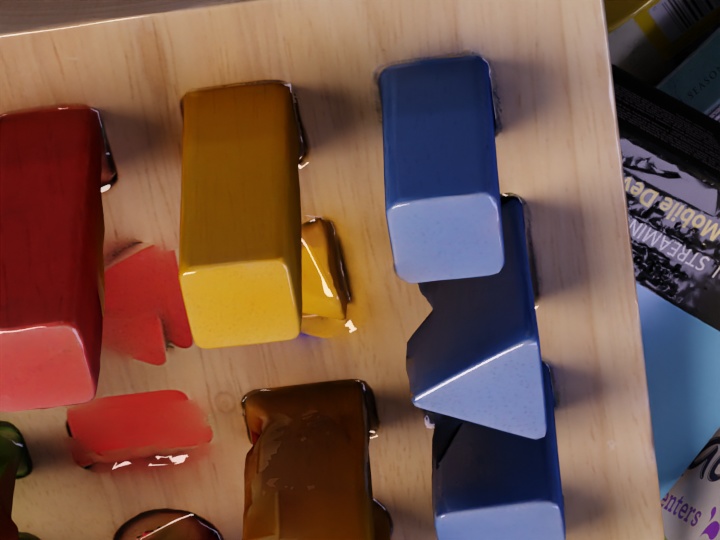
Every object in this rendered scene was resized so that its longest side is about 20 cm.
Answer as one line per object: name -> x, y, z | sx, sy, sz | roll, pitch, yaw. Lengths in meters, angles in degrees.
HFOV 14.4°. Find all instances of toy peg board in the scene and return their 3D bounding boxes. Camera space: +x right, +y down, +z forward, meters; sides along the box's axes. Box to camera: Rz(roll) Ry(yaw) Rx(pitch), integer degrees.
toy peg board -> -0.034, 0.041, 0.637 | 0.199, 0.098, 0.200 | -7, 133, 5

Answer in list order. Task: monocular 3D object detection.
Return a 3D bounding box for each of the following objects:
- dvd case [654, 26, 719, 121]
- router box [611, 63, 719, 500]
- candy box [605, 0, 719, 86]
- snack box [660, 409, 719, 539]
dvd case -> 0.120, -0.041, 0.990 | 0.146, 0.022, 0.200 | -43, 166, 29
router box -> 0.000, 0.000, 0.721 | 0.200, 0.051, 0.149 | 26, 113, -22
candy box -> 0.156, -0.126, 0.912 | 0.200, 0.026, 0.102 | -38, 162, 6
snack box -> 0.100, 0.074, 0.780 | 0.169, 0.068, 0.200 | -60, -162, 0
